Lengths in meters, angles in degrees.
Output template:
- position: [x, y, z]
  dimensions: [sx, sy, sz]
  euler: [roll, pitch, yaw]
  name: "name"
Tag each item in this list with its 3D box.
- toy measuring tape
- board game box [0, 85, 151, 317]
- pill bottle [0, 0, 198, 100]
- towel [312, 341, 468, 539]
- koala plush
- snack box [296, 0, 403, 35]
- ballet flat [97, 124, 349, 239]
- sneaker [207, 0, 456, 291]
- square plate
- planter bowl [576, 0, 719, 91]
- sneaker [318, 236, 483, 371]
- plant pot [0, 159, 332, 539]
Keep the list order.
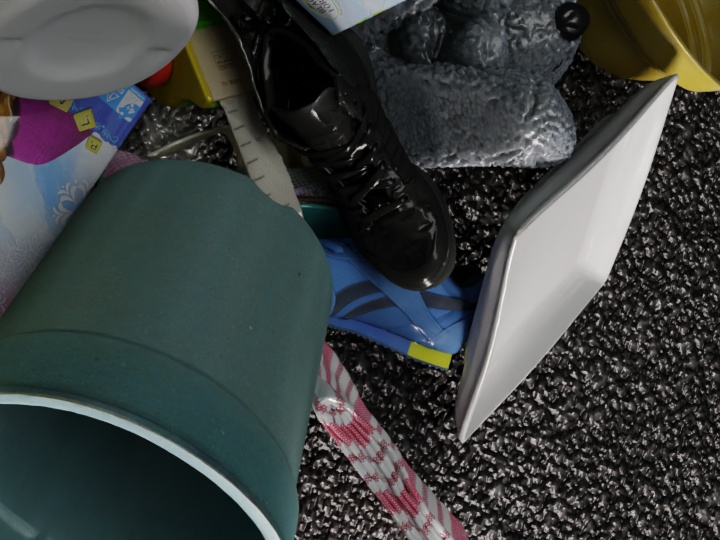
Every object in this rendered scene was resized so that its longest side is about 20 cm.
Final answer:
- position: [-0.086, -0.094, 0.798]
  dimensions: [0.073, 0.073, 0.201]
  euler: [-18, 81, -33]
  name: "toy measuring tape"
- position: [-0.239, -0.072, 0.723]
  dimensions: [0.200, 0.041, 0.200]
  euler: [40, 69, -27]
  name: "board game box"
- position: [-0.158, -0.198, 0.701]
  dimensions: [0.113, 0.114, 0.201]
  euler: [-5, 68, -34]
  name: "pill bottle"
- position: [0.022, 0.118, 0.842]
  dimensions: [0.030, 0.146, 0.201]
  euler: [-35, 111, -1]
  name: "towel"
- position: [0.069, -0.149, 0.887]
  dimensions: [0.199, 0.183, 0.179]
  euler: [-19, 98, -54]
  name: "koala plush"
- position: [-0.031, -0.255, 0.740]
  dimensions: [0.168, 0.067, 0.201]
  euler: [39, 45, -36]
  name: "snack box"
- position: [-0.063, -0.052, 0.835]
  dimensions: [0.199, 0.069, 0.072]
  euler: [-3, 76, -33]
  name: "ballet flat"
- position: [-0.016, -0.078, 0.770]
  dimensions: [0.201, 0.060, 0.104]
  euler: [66, 20, 6]
  name: "sneaker"
- position: [0.126, -0.011, 0.909]
  dimensions: [0.198, 0.028, 0.201]
  euler: [-43, 155, -37]
  name: "square plate"
- position: [0.188, -0.197, 0.974]
  dimensions: [0.200, 0.083, 0.202]
  euler: [34, 43, -39]
  name: "planter bowl"
- position: [0.000, 0.000, 0.855]
  dimensions: [0.199, 0.066, 0.079]
  euler: [21, 97, -42]
  name: "sneaker"
- position: [-0.105, 0.060, 0.699]
  dimensions: [0.200, 0.199, 0.197]
  euler: [46, 38, -25]
  name: "plant pot"
